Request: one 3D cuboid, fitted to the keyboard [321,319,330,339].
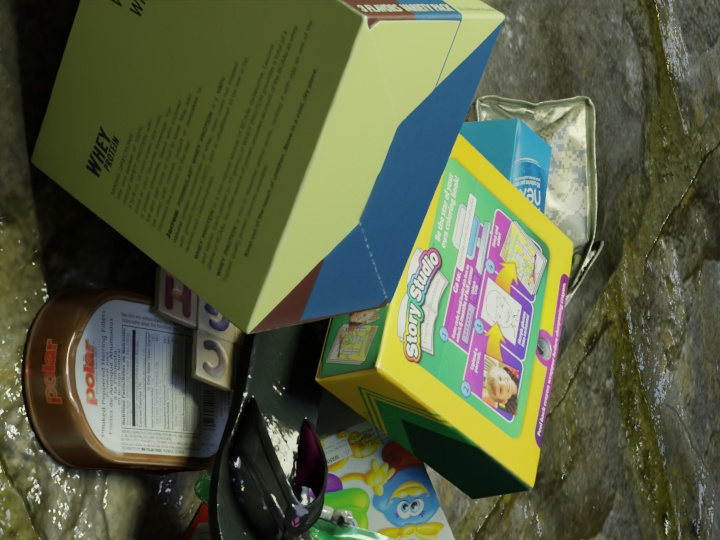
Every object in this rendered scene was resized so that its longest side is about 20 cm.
[{"bbox_3d":[0.000,0.000,1.326,0.200,0.039,0.105,4,89,-72],"label":"keyboard"}]

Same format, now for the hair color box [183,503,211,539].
[{"bbox_3d":[-0.066,0.265,1.276,0.201,0.064,0.111,66,32,-28],"label":"hair color box"}]

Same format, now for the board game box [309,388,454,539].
[{"bbox_3d":[0.002,0.168,1.337,0.103,0.104,0.201,-120,-174,-60],"label":"board game box"}]

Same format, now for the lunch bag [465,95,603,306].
[{"bbox_3d":[0.133,-0.034,1.579,0.164,0.117,0.202,140,-51,-79],"label":"lunch bag"}]

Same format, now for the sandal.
[{"bbox_3d":[-0.051,0.113,1.176,0.075,0.048,0.202,23,55,-31],"label":"sandal"}]

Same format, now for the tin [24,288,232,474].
[{"bbox_3d":[-0.139,0.071,1.197,0.200,0.042,0.113,15,69,-61],"label":"tin"}]

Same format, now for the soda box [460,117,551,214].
[{"bbox_3d":[0.092,-0.009,1.417,0.064,0.067,0.201,31,63,-54],"label":"soda box"}]

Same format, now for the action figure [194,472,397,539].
[{"bbox_3d":[-0.031,0.189,1.222,0.200,0.055,0.119,37,47,-26],"label":"action figure"}]

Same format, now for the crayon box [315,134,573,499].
[{"bbox_3d":[0.062,0.025,1.269,0.172,0.058,0.201,39,51,-36],"label":"crayon box"}]

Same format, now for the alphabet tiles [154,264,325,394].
[{"bbox_3d":[-0.072,-0.005,1.263,0.166,0.006,0.201,27,52,-40],"label":"alphabet tiles"}]

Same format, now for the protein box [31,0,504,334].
[{"bbox_3d":[-0.059,-0.105,1.105,0.135,0.200,0.199,-9,128,-51],"label":"protein box"}]
